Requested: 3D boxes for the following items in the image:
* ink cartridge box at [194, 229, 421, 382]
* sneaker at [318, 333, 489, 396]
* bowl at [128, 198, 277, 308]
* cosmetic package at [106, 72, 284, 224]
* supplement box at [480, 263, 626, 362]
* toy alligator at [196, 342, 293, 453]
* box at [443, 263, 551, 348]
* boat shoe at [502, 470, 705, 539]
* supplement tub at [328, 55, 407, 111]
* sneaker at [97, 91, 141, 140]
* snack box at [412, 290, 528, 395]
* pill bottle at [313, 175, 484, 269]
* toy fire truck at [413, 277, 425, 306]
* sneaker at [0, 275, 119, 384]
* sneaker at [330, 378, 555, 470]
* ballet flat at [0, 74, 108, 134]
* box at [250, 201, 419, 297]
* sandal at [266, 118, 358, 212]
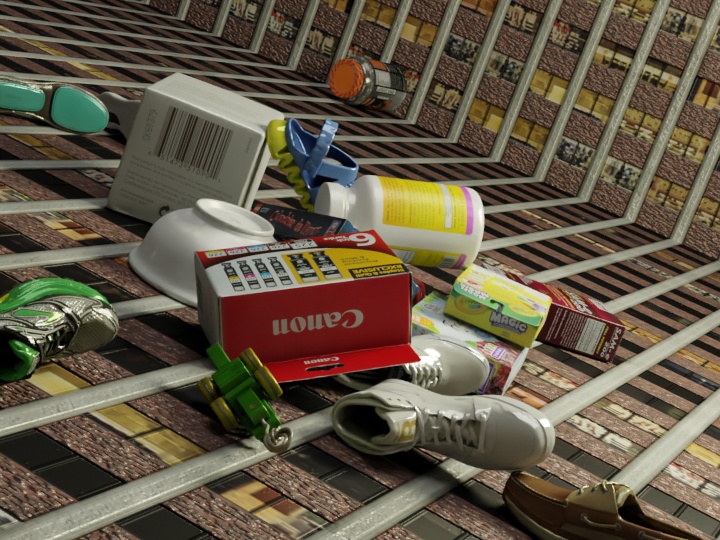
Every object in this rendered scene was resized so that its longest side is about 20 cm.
[{"bbox_3d":[-0.053,0.035,1.425,0.198,0.085,0.176,-8,23,-15],"label":"ink cartridge box"},{"bbox_3d":[0.047,0.107,1.487,0.198,0.074,0.071,6,20,-18],"label":"sneaker"},{"bbox_3d":[-0.157,-0.022,1.620,0.199,0.091,0.201,20,13,-5],"label":"bowl"},{"bbox_3d":[-0.212,-0.147,1.856,0.164,0.166,0.200,22,14,0],"label":"cosmetic package"},{"bbox_3d":[0.262,0.059,2.003,0.198,0.061,0.109,18,13,-16],"label":"supplement box"},{"bbox_3d":[-0.092,0.124,1.240,0.054,0.059,0.200,60,-9,-31],"label":"toy alligator"},{"bbox_3d":[0.169,0.043,1.733,0.116,0.049,0.200,23,8,8],"label":"box"},{"bbox_3d":[0.223,0.224,1.267,0.199,0.074,0.075,27,14,29],"label":"boat shoe"},{"bbox_3d":[0.017,-0.467,3.544,0.122,0.123,0.199,30,16,34],"label":"supplement tub"},{"bbox_3d":[-0.318,-0.227,2.202,0.111,0.074,0.199,6,19,-43],"label":"sneaker"},{"bbox_3d":[0.123,0.087,1.696,0.141,0.053,0.200,23,12,10],"label":"snack box"},{"bbox_3d":[0.046,-0.062,1.759,0.198,0.105,0.104,6,17,-18],"label":"pill bottle"},{"bbox_3d":[0.000,0.000,1.857,0.199,0.049,0.141,24,14,12],"label":"toy fire truck"},{"bbox_3d":[-0.280,0.061,1.173,0.085,0.079,0.199,38,29,32],"label":"sneaker"},{"bbox_3d":[0.070,0.151,1.310,0.198,0.074,0.115,8,8,29],"label":"sneaker"},{"bbox_3d":[-0.468,-0.251,2.091,0.199,0.068,0.064,12,9,-35],"label":"ballet flat"},{"bbox_3d":[-0.038,-0.017,1.676,0.136,0.038,0.199,41,-16,-32],"label":"box"},{"bbox_3d":[-0.039,-0.114,1.795,0.201,0.086,0.080,57,25,-30],"label":"sandal"}]
